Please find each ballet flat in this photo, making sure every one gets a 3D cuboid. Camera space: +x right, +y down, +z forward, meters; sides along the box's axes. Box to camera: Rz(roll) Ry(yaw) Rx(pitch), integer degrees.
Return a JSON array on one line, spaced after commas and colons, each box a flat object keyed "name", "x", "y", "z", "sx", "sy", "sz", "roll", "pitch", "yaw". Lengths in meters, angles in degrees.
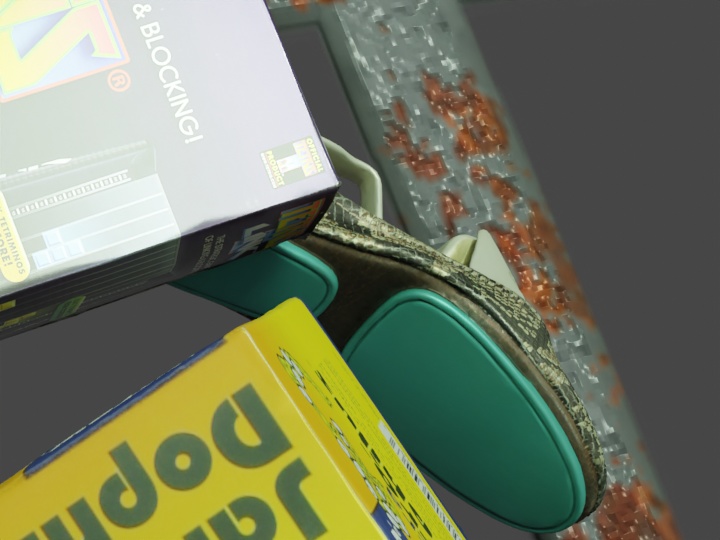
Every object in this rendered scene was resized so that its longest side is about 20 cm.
[{"name": "ballet flat", "x": 0.000, "y": 0.000, "z": 0.881, "sx": 0.200, "sy": 0.068, "sz": 0.075, "roll": 33, "pitch": 43, "yaw": -13}]

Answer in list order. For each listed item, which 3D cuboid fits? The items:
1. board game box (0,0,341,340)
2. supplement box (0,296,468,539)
[{"name": "board game box", "x": -0.119, "y": -0.080, "z": 0.800, "sx": 0.165, "sy": 0.057, "sz": 0.200, "roll": -20, "pitch": 79, "yaw": -14}, {"name": "supplement box", "x": -0.035, "y": 0.082, "z": 0.711, "sx": 0.109, "sy": 0.200, "sz": 0.110, "roll": -35, "pitch": 90, "yaw": 2}]
